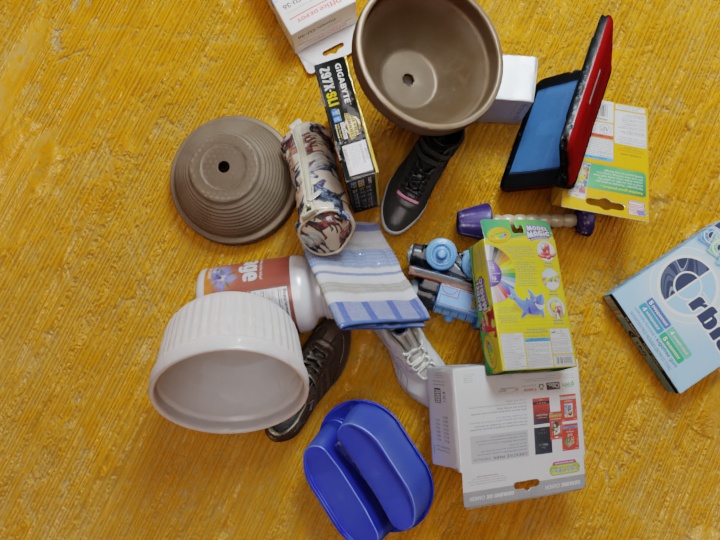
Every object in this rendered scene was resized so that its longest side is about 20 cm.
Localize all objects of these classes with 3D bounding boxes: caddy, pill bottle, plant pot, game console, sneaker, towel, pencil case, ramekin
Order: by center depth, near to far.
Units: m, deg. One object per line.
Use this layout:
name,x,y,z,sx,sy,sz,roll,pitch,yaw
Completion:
ramekin,-0.169,0.118,0.820,0.198,0.201,0.106,-9,48,0
plant pot,0.078,-0.266,0.825,0.199,0.093,0.203,3,81,-16
game console,0.265,-0.223,0.870,0.118,0.172,0.202,15,75,25
towel,0.000,0.000,0.870,0.146,0.024,0.201,1,45,-31
pencil case,-0.063,-0.122,0.875,0.077,0.090,0.201,-18,52,4
caddy,0.014,0.281,0.879,0.141,0.105,0.201,-36,84,20
pill bottle,-0.126,0.039,0.903,0.198,0.112,0.114,-9,83,0
sneaker,0.071,0.118,0.903,0.074,0.087,0.201,-35,85,-5
sneaker,-0.072,0.159,0.907,0.070,0.076,0.201,27,85,4
sneaker,0.088,-0.149,0.927,0.070,0.099,0.201,30,86,2
plant pot,-0.192,-0.143,0.935,0.198,0.093,0.203,0,83,0

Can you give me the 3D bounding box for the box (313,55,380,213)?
box,-0.014,-0.180,0.882,0.049,0.200,0.161,-17,83,1

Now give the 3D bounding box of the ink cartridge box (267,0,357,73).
ink cartridge box,-0.081,-0.425,0.976,0.116,0.068,0.201,-28,84,-2

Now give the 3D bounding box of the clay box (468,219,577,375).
clay box,0.212,0.033,0.835,0.114,0.048,0.202,0,73,-19

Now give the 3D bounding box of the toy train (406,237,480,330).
toy train,0.157,0.024,0.915,0.198,0.087,0.116,15,90,3

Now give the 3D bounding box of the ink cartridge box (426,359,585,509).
ink cartridge box,0.200,0.215,0.860,0.198,0.084,0.178,0,83,-20

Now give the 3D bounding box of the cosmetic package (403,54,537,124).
cosmetic package,0.153,-0.273,0.940,0.198,0.102,0.075,6,84,3

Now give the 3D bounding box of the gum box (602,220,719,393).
gum box,0.491,0.053,0.923,0.199,0.045,0.171,-33,84,-2

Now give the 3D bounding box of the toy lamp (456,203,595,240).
toy lamp,0.243,-0.074,0.936,0.198,0.058,0.059,-3,83,1

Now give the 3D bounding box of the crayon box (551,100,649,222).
crayon box,0.349,-0.155,0.917,0.124,0.052,0.202,11,64,2
